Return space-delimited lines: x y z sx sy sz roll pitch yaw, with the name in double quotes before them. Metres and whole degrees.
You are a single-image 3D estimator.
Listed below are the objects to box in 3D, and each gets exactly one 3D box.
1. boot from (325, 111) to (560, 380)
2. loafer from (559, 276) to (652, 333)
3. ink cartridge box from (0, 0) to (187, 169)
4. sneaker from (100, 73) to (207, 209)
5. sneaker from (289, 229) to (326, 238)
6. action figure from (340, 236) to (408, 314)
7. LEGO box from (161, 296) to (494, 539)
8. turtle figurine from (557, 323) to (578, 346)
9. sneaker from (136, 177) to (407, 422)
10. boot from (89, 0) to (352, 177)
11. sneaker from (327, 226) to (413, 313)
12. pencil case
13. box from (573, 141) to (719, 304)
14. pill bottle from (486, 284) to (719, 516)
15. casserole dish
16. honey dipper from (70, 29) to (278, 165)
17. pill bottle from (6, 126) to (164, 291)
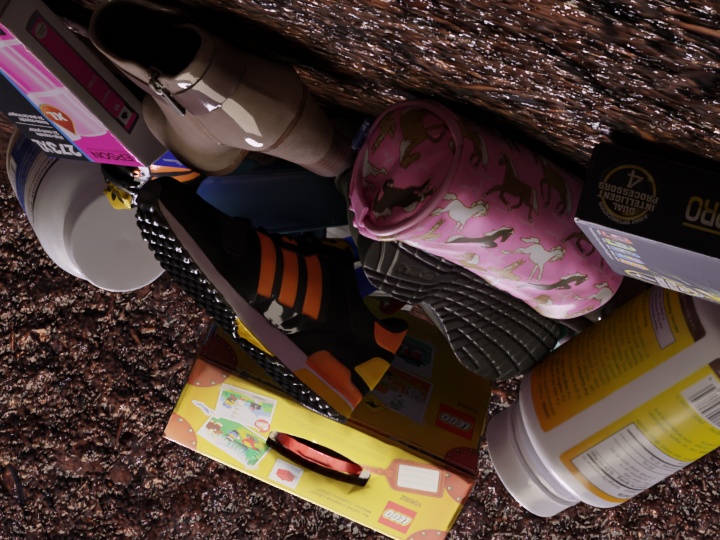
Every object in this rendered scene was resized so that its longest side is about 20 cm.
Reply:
"boot" 0.047 -0.021 1.354 0.200 0.068 0.131 39 -162 -44
"loafer" 0.154 0.001 1.436 0.200 0.067 0.076 35 -152 -26
"ink cartridge box" -0.188 -0.110 1.325 0.094 0.037 0.200 8 155 40
"sneaker" -0.148 -0.079 1.468 0.070 0.090 0.200 41 -175 18
"sneaker" -0.077 -0.017 1.593 0.108 0.071 0.200 -3 -178 1
"action figure" 0.000 0.000 1.445 0.199 0.066 0.099 -20 169 -23
"LEGO box" -0.015 0.085 1.451 0.199 0.077 0.149 24 -147 -3
"turtle figurine" 0.122 0.026 1.564 0.149 0.101 0.200 20 -176 15
"sneaker" -0.052 0.000 1.318 0.200 0.090 0.070 48 166 -23
"boot" -0.098 -0.108 1.202 0.199 0.071 0.146 15 168 44
"sneaker" -0.036 -0.018 1.629 0.200 0.116 0.076 28 -178 32
"pencil case" 0.077 -0.031 1.224 0.086 0.083 0.200 14 175 42
"box" 0.206 -0.010 1.139 0.160 0.049 0.200 15 175 14
"pill bottle" 0.180 0.081 1.382 0.200 0.110 0.109 -35 143 29
"casserole dish" -0.048 -0.054 1.436 0.120 0.039 0.200 -3 -173 9
"honey dipper" -0.134 -0.120 1.364 0.199 0.038 0.038 24 174 -31
"pill bottle" -0.204 -0.058 1.652 0.111 0.111 0.200 21 -167 -26
